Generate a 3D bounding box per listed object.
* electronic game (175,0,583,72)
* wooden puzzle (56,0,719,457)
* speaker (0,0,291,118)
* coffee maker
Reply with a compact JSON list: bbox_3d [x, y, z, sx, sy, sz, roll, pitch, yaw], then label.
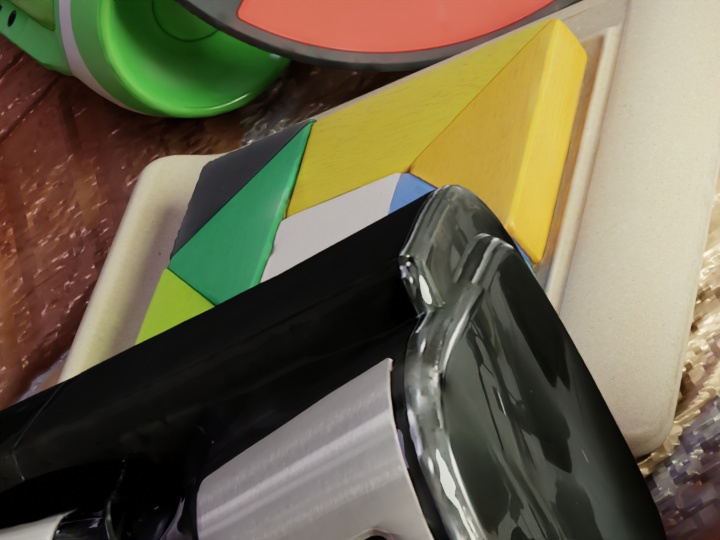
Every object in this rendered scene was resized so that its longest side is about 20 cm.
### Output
[{"bbox_3d":[0.006,-0.158,0.858,0.200,0.200,0.042,-32,6,9],"label":"electronic game"},{"bbox_3d":[0.000,0.000,0.798,0.200,0.037,0.185,-17,36,29],"label":"wooden puzzle"},{"bbox_3d":[-0.090,-0.113,0.991,0.088,0.088,0.200,-42,32,-7],"label":"speaker"},{"bbox_3d":[-0.042,0.066,0.655,0.200,0.135,0.192,-24,37,15],"label":"coffee maker"}]
